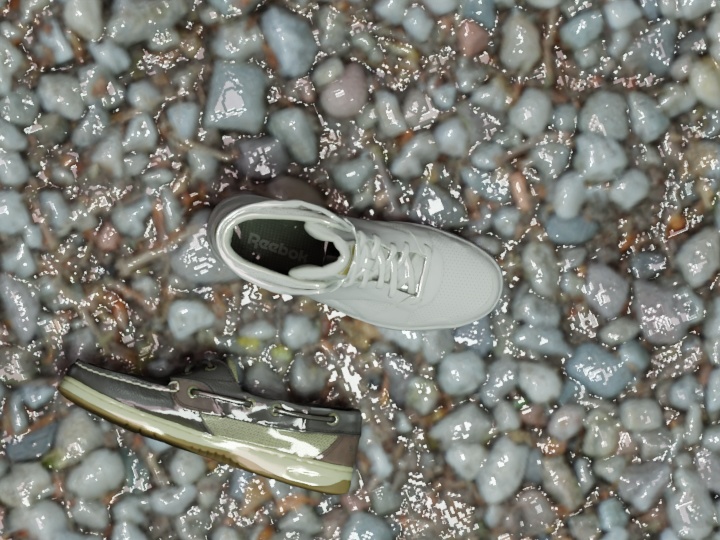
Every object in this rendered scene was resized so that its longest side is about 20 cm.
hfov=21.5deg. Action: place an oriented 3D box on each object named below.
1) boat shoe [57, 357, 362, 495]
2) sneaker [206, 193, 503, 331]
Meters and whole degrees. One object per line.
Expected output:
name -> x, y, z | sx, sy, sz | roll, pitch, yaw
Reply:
boat shoe -> -0.094, 0.088, 1.222 | 0.198, 0.073, 0.065 | 19, 84, -9
sneaker -> 0.000, 0.000, 1.191 | 0.198, 0.116, 0.075 | 11, 93, -6
